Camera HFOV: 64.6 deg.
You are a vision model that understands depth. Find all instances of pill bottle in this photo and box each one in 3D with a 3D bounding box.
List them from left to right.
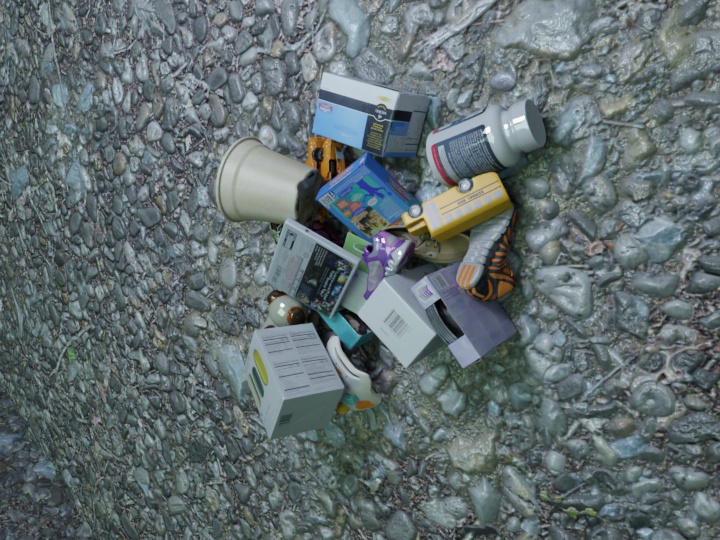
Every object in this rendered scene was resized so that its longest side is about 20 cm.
[{"bbox_3d":[0.236,-0.241,1.075,0.200,0.120,0.120,-15,90,38],"label":"pill bottle"}]

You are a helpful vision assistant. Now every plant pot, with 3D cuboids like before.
[{"bbox_3d":[-0.189,-0.182,1.280,0.183,0.200,0.201,18,110,20],"label":"plant pot"}]

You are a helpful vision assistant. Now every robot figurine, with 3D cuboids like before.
[{"bbox_3d":[-0.080,-0.212,1.340,0.145,0.058,0.200,15,109,52],"label":"robot figurine"}]

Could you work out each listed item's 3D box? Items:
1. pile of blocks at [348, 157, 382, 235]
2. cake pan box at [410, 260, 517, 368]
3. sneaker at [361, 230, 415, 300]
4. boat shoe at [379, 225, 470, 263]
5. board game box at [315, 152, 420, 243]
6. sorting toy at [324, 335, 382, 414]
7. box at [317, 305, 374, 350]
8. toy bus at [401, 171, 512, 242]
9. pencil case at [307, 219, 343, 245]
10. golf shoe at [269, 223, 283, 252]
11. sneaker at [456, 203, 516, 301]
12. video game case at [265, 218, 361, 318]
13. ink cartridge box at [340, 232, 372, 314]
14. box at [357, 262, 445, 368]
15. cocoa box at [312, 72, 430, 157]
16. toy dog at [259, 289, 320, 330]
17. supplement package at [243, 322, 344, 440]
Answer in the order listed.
[{"bbox_3d":[-0.006,-0.165,1.305,0.082,0.062,0.200,25,113,30],"label":"pile of blocks"},{"bbox_3d":[0.206,0.079,1.113,0.052,0.200,0.184,-43,76,34],"label":"cake pan box"},{"bbox_3d":[0.040,-0.011,1.186,0.088,0.080,0.200,35,139,9],"label":"sneaker"},{"bbox_3d":[0.138,-0.058,1.182,0.200,0.065,0.071,2,74,13],"label":"boat shoe"},{"bbox_3d":[0.028,-0.138,1.226,0.152,0.045,0.200,-30,120,36],"label":"board game box"},{"bbox_3d":[-0.035,0.235,1.340,0.200,0.107,0.180,50,153,17],"label":"sorting toy"},{"bbox_3d":[-0.053,0.094,1.379,0.200,0.082,0.049,47,122,19],"label":"box"},{"bbox_3d":[0.185,-0.117,1.103,0.200,0.065,0.078,-26,70,16],"label":"toy bus"},{"bbox_3d":[-0.130,-0.027,1.414,0.200,0.094,0.091,-50,30,33],"label":"pencil case"},{"bbox_3d":[-0.200,-0.100,1.446,0.077,0.088,0.200,22,113,30],"label":"golf shoe"},{"bbox_3d":[0.269,-0.031,1.127,0.078,0.112,0.200,18,78,56],"label":"sneaker"},{"bbox_3d":[-0.110,0.000,1.269,0.182,0.023,0.200,30,133,3],"label":"video game case"},{"bbox_3d":[0.000,0.000,1.298,0.104,0.059,0.200,29,128,10],"label":"ink cartridge box"},{"bbox_3d":[0.122,0.087,1.175,0.152,0.200,0.106,47,122,19],"label":"box"},{"bbox_3d":[0.020,-0.328,1.207,0.200,0.133,0.131,26,114,30],"label":"cocoa box"},{"bbox_3d":[-0.197,0.133,1.429,0.140,0.194,0.200,47,132,30],"label":"toy dog"},{"bbox_3d":[-0.159,0.251,1.313,0.200,0.151,0.152,58,140,38],"label":"supplement package"}]
